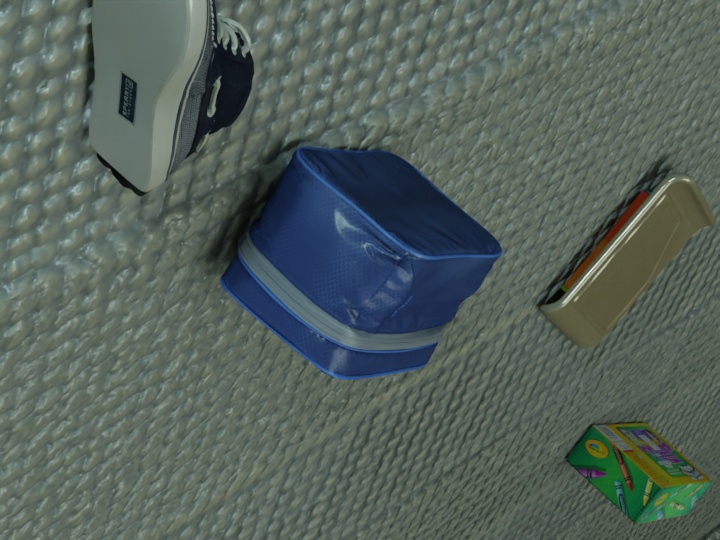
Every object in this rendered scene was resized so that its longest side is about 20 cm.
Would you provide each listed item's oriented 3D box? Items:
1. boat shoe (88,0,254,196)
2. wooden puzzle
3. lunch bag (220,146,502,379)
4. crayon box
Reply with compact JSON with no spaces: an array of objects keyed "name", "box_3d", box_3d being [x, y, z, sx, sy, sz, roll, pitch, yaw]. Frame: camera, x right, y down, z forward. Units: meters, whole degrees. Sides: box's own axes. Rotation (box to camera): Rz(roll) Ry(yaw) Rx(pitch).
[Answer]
[{"name":"boat shoe","box_3d":[-0.103,-0.137,1.172,0.093,0.075,0.200,-40,164,-34]},{"name":"wooden puzzle","box_3d":[0.273,-0.011,2.071,0.200,0.037,0.185,-45,158,3]},{"name":"lunch bag","box_3d":[0.000,0.000,1.470,0.133,0.136,0.200,-55,157,17]},{"name":"crayon box","box_3d":[0.348,0.249,2.493,0.058,0.119,0.200,-54,156,14]}]
